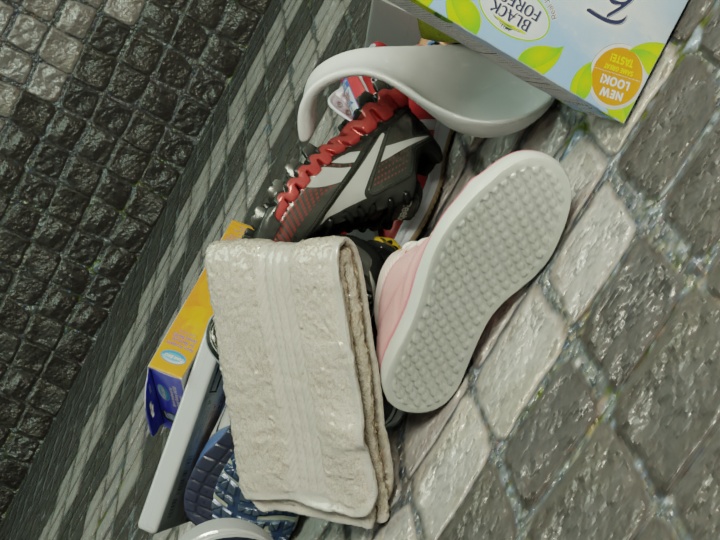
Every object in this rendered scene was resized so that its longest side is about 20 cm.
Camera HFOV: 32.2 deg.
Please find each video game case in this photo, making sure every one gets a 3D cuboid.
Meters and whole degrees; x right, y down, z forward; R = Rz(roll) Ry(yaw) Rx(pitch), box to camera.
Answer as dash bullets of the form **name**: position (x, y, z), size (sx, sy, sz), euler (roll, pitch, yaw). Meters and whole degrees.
- **video game case**: position (-0.141, 0.144, 1.197), size (0.182, 0.023, 0.202), euler (22, -93, -78)

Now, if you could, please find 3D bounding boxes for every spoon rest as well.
- **spoon rest**: position (0.047, -0.134, 0.922), size (0.100, 0.197, 0.061), euler (-81, -17, -45)

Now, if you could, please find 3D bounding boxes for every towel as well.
- **towel**: position (-0.045, 0.076, 0.856), size (0.131, 0.034, 0.202), euler (0, 105, 39)

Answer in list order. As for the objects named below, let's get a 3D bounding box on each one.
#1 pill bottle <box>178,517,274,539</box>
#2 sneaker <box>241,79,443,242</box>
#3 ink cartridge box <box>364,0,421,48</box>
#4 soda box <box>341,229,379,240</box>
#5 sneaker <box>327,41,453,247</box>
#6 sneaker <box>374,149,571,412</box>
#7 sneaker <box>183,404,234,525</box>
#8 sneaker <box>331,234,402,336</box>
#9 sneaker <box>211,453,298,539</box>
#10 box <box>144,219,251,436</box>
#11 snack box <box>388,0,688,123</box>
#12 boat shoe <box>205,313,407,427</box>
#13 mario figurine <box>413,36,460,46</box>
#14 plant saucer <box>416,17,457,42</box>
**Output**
- **pill bottle**: position (-0.084, 0.250, 0.846), size (0.117, 0.115, 0.200), euler (-63, 15, 5)
- **sneaker**: position (-0.007, -0.061, 0.978), size (0.200, 0.098, 0.071), euler (-46, -1, -29)
- **ink cartridge box**: position (0.079, -0.301, 1.172), size (0.146, 0.082, 0.202), euler (107, -174, -79)
- **soda box**: position (-0.038, -0.024, 1.122), size (0.200, 0.068, 0.064), euler (140, 116, -75)
- **sneaker**: position (0.018, -0.110, 1.079), size (0.071, 0.112, 0.202), euler (-43, 26, 53)
- **sneaker**: position (0.064, -0.011, 0.835), size (0.201, 0.075, 0.105), euler (-61, 20, 27)
- **sneaker**: position (-0.099, 0.147, 1.155), size (0.202, 0.073, 0.082), euler (-64, 6, 3)
- **sneaker**: position (0.000, 0.000, 0.973), size (0.090, 0.070, 0.200), euler (-54, -10, -19)
- **sneaker**: position (-0.063, 0.147, 1.044), size (0.085, 0.076, 0.202), euler (-20, -53, -70)
- **box**: position (-0.145, 0.066, 1.194), size (0.120, 0.041, 0.201), euler (91, -160, -56)
- **snack box**: position (0.110, -0.210, 0.757), size (0.170, 0.199, 0.068), euler (-62, 19, 4)
- **boat shoe**: position (-0.053, 0.064, 0.931), size (0.199, 0.071, 0.073), euler (15, 95, 38)
- **mario figurine**: position (0.091, -0.220, 1.013), size (0.123, 0.106, 0.201), euler (-16, 44, 54)
- **plant saucer**: position (0.123, -0.248, 0.865), size (0.199, 0.048, 0.200), euler (-40, -15, -3)
